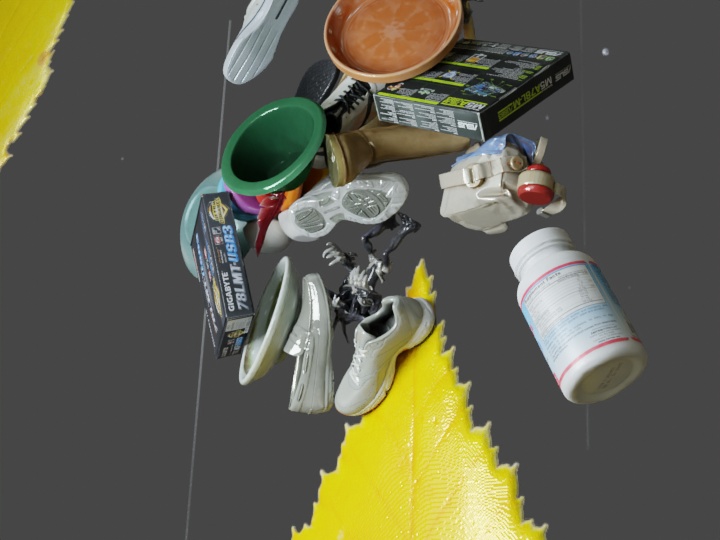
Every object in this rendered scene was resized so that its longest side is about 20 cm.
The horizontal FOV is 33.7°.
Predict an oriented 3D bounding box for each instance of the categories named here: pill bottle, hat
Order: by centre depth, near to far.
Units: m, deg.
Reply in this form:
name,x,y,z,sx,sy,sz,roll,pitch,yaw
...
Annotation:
name,x,y,z,sx,sy,sz,roll,pitch,yaw
pill bottle,0.254,0.050,1.427,0.109,0.108,0.201,-41,51,24
hat,-0.090,-0.127,1.688,0.198,0.176,0.167,8,62,40

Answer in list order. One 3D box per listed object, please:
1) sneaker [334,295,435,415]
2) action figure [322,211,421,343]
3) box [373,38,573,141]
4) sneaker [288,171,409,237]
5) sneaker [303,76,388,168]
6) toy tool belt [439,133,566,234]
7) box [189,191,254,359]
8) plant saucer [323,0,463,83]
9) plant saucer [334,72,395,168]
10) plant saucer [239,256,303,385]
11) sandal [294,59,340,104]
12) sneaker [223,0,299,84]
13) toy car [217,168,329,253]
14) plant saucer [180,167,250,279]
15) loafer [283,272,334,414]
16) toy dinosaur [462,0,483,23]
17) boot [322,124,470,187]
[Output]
name,x,y,z,sx,sy,sz,roll,pitch,yaw
sneaker,0.012,0.111,1.641,0.201,0.091,0.076,-56,47,13
action figure,0.000,0.000,1.688,0.118,0.102,0.202,32,95,43
box,0.151,-0.246,1.592,0.199,0.048,0.193,18,46,44
sneaker,-0.011,-0.116,1.675,0.198,0.078,0.100,-10,37,36
sneaker,-0.014,-0.236,1.718,0.073,0.080,0.201,34,82,6
toy tool belt,0.186,-0.132,1.541,0.199,0.124,0.125,-20,54,59
box,-0.213,0.010,1.819,0.199,0.049,0.203,124,135,-66
plant saucer,0.047,-0.339,1.659,0.197,0.032,0.202,-9,55,12
plant saucer,0.035,-0.244,1.787,0.199,0.035,0.203,-17,65,39
plant saucer,-0.125,0.081,1.776,0.200,0.050,0.203,-160,89,-78
sandal,-0.081,-0.253,1.901,0.201,0.045,0.076,-57,39,31
sneaker,-0.173,-0.409,2.025,0.201,0.073,0.071,-56,37,0
toy car,-0.138,-0.130,1.815,0.199,0.149,0.178,-15,72,42
plant saucer,-0.247,-0.085,1.989,0.199,0.038,0.204,-16,64,37
loafer,-0.075,0.105,1.694,0.070,0.069,0.203,-160,68,-78
toy dinosaur,0.078,-0.424,1.749,0.103,0.199,0.077,-53,8,40
boot,0.051,-0.170,1.605,0.175,0.197,0.067,-107,10,-69
